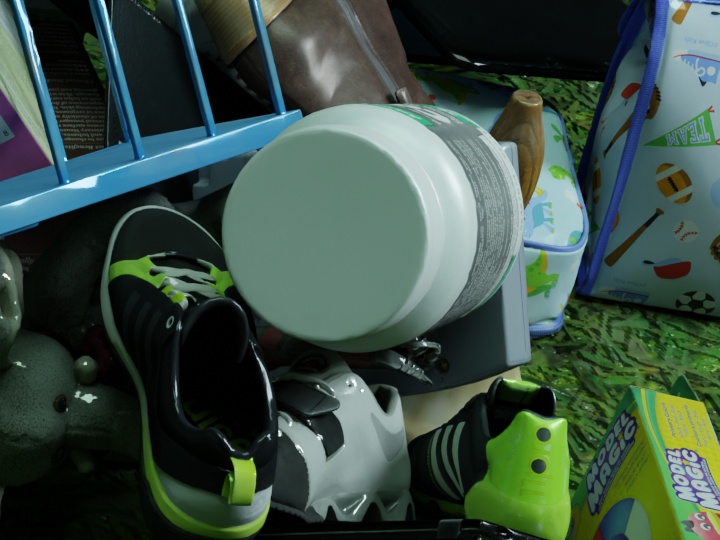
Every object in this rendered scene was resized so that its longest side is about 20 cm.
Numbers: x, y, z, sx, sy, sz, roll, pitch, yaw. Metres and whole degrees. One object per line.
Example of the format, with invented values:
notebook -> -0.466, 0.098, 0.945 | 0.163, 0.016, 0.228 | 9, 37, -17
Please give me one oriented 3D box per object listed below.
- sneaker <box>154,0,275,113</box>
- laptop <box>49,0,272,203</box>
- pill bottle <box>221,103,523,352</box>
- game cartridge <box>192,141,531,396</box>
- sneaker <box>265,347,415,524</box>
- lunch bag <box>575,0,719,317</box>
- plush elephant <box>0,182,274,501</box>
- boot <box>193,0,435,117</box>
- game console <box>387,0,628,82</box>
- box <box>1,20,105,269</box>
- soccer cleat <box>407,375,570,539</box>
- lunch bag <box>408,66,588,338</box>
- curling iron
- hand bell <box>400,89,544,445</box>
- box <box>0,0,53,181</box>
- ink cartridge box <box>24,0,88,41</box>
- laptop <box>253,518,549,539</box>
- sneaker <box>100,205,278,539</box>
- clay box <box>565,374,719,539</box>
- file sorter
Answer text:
sneaker -> -0.062, -0.140, 1.632 | 0.085, 0.073, 0.200 | 33, 0, 18
laptop -> -0.134, -0.091, 1.537 | 0.200, 0.104, 0.177 | 23, -11, 40
pill bottle -> 0.007, -0.021, 1.244 | 0.113, 0.114, 0.200 | 20, 8, 11
game cartridge -> 0.000, 0.000, 1.406 | 0.199, 0.134, 0.041 | 1, 5, 35
sneaker -> -0.038, 0.080, 1.277 | 0.074, 0.089, 0.200 | -1, -6, 27
lunch bag -> 0.227, -0.080, 1.589 | 0.169, 0.201, 0.124 | 7, 36, -8
plush elephant -> -0.136, 0.050, 1.297 | 0.199, 0.165, 0.155 | 9, 35, 3
boot -> -0.002, -0.135, 1.560 | 0.166, 0.072, 0.200 | 50, 39, 4
game console -> 0.082, -0.136, 1.702 | 0.199, 0.176, 0.117 | 2, 66, -34
box -> -0.194, -0.069, 1.542 | 0.100, 0.075, 0.200 | 0, 32, -21
soccer cleat -> 0.068, 0.092, 1.323 | 0.067, 0.081, 0.200 | 11, 2, -12
lunch bag -> 0.046, -0.045, 1.582 | 0.160, 0.083, 0.200 | 8, 32, -10
curling iron -> -0.037, 0.044, 1.394 | 0.199, 0.026, 0.050 | 1, -14, 41
hand bell -> 0.067, -0.007, 1.418 | 0.104, 0.201, 0.104 | 9, 31, -6
box -> -0.275, -0.094, 1.449 | 0.175, 0.097, 0.200 | -28, 37, 4
ink cartridge box -> -0.208, -0.196, 1.614 | 0.103, 0.200, 0.060 | 5, 63, -13
laptop -> 0.005, 0.174, 1.190 | 0.200, 0.116, 0.187 | 19, -16, -36
sneaker -> -0.065, 0.033, 1.177 | 0.071, 0.083, 0.200 | 3, 45, -22
clay box -> 0.140, 0.145, 1.281 | 0.047, 0.115, 0.200 | 13, 30, -18
file sorter -> -0.156, -0.092, 1.285 | 0.200, 0.123, 0.138 | -22, 10, -41
